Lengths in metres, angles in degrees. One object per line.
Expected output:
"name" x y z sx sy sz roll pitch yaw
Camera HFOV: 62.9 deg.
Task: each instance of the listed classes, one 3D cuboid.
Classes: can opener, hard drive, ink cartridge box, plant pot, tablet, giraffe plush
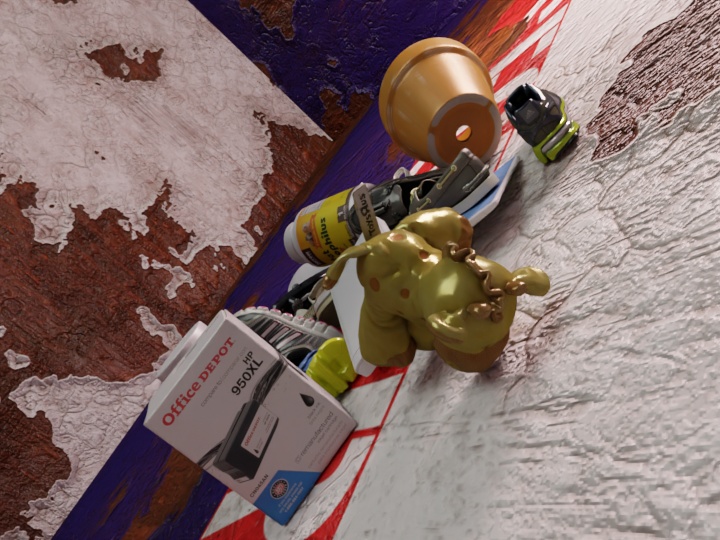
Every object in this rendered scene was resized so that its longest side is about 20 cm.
"can opener" -0.092 0.040 1.077 0.078 0.065 0.199 6 34 45
"hard drive" 0.014 0.025 0.775 0.134 0.026 0.201 -58 23 18
"ink cartridge box" -0.126 0.166 0.682 0.146 0.199 0.084 -52 14 -8
"plant pot" 0.142 -0.255 0.966 0.200 0.199 0.185 -45 30 18
"tablet" 0.144 -0.082 0.763 0.130 0.014 0.200 -39 7 33
"giraffe plush" 0.080 0.022 0.540 0.173 0.201 0.161 -49 43 -12

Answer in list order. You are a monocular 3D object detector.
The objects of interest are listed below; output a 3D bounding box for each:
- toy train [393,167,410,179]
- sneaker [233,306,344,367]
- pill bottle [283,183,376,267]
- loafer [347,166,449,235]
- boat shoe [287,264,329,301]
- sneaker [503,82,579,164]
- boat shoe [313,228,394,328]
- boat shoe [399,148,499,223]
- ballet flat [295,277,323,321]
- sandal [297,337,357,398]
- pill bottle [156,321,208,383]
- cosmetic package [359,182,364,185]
"toy train" 0.017 -0.101 1.080 0.199 0.055 0.152 -42 48 24
"sneaker" -0.121 0.116 0.896 0.074 0.195 0.089 74 -149 -58
"pill bottle" -0.042 -0.070 1.010 0.197 0.110 0.110 -16 34 42
"loafer" 0.071 -0.112 0.882 0.196 0.073 0.063 -22 -2 -2
"boat shoe" -0.061 -0.006 1.184 0.201 0.066 0.072 -49 50 -1
"sneaker" 0.227 -0.212 0.770 0.074 0.081 0.201 -44 16 21
"boat shoe" 0.000 0.000 0.919 0.199 0.075 0.069 -42 37 9
"boat shoe" 0.103 -0.097 0.781 0.072 0.061 0.201 -44 5 -28
"ballet flat" -0.065 0.064 1.004 0.074 0.069 0.202 17 59 30
"sandal" -0.079 0.176 0.786 0.200 0.080 0.087 -46 9 -13
"pill bottle" -0.183 0.173 0.843 0.114 0.199 0.114 -45 14 15
"cosmetic package" -0.043 -0.088 1.300 0.199 0.084 0.109 -38 18 44
